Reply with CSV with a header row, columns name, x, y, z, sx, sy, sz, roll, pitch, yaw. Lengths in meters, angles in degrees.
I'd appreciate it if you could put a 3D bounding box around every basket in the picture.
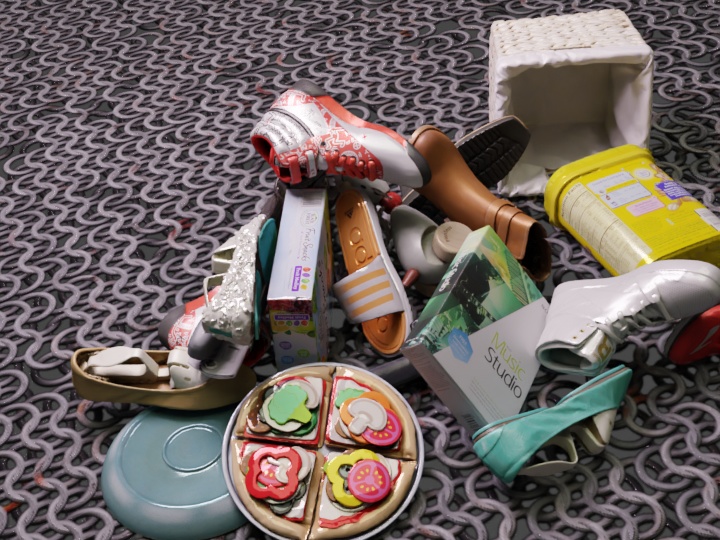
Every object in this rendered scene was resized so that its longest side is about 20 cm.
name,x,y,z,sx,sy,sz,roll,pitch,yaw
basket,0.267,-0.224,1.422,0.198,0.200,0.161,-5,37,1

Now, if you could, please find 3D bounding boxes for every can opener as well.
name,x,y,z,sx,sy,sz,roll,pitch,yaw
can opener,0.046,0.106,1.159,0.200,0.063,0.079,-27,69,-9
can opener,-0.129,0.040,1.160,0.053,0.067,0.200,18,38,3

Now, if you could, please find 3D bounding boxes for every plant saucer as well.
name,x,y,z,sx,sy,sz,roll,pitch,yaw
plant saucer,-0.169,0.188,1.109,0.200,0.027,0.200,-4,38,3

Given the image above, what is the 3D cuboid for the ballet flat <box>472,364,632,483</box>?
name,x,y,z,sx,sy,sz,roll,pitch,yaw
ballet flat,0.202,0.158,1.068,0.200,0.067,0.070,-20,68,-27

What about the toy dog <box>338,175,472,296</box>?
name,x,y,z,sx,sy,sz,roll,pitch,yaw
toy dog,0.037,-0.041,1.273,0.200,0.132,0.096,28,44,35

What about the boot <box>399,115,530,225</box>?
name,x,y,z,sx,sy,sz,roll,pitch,yaw
boot,0.117,-0.150,1.387,0.200,0.077,0.138,-37,30,19

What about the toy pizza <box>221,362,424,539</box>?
name,x,y,z,sx,sy,sz,roll,pitch,yaw
toy pizza,-0.037,0.173,1.061,0.200,0.032,0.200,0,55,0

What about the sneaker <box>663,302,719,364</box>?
name,x,y,z,sx,sy,sz,roll,pitch,yaw
sneaker,0.421,0.064,1.145,0.200,0.077,0.085,-17,50,-8

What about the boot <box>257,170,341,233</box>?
name,x,y,z,sx,sy,sz,roll,pitch,yaw
boot,-0.054,-0.124,1.358,0.069,0.174,0.200,37,56,2

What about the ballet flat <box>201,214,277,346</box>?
name,x,y,z,sx,sy,sz,roll,pitch,yaw
ballet flat,-0.127,0.003,1.111,0.072,0.072,0.200,-3,32,5

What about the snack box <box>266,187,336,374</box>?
name,x,y,z,sx,sy,sz,roll,pitch,yaw
snack box,-0.062,0.021,1.207,0.053,0.142,0.200,-1,39,6

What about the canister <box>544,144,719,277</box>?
name,x,y,z,sx,sy,sz,roll,pitch,yaw
canister,0.334,-0.055,1.293,0.148,0.087,0.200,-19,42,-15

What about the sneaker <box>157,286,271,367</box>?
name,x,y,z,sx,sy,sz,roll,pitch,yaw
sneaker,-0.125,0.047,1.248,0.108,0.067,0.201,30,55,36

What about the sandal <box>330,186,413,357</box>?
name,x,y,z,sx,sy,sz,roll,pitch,yaw
sandal,-0.005,0.003,1.216,0.059,0.079,0.207,-1,65,-42

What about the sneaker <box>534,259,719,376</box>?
name,x,y,z,sx,sy,sz,roll,pitch,yaw
sneaker,0.273,0.058,1.111,0.200,0.074,0.116,-15,33,42

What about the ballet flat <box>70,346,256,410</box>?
name,x,y,z,sx,sy,sz,roll,pitch,yaw
ballet flat,-0.212,0.109,1.141,0.200,0.063,0.069,-2,46,6

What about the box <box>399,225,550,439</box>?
name,x,y,z,sx,sy,sz,roll,pitch,yaw
box,0.131,0.066,1.131,0.036,0.144,0.200,-24,23,41

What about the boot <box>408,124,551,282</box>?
name,x,y,z,sx,sy,sz,roll,pitch,yaw
boot,0.138,-0.073,1.254,0.077,0.200,0.155,-38,39,-16

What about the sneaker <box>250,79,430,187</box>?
name,x,y,z,sx,sy,sz,roll,pitch,yaw
sneaker,-0.028,-0.125,1.216,0.201,0.067,0.108,35,66,17
